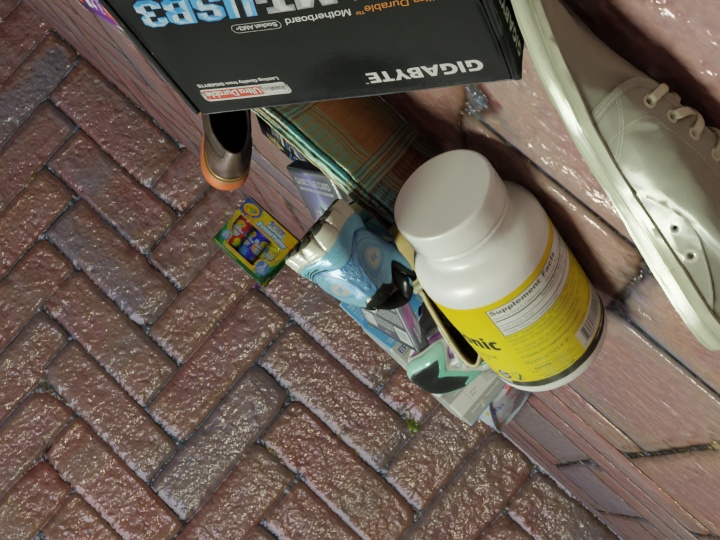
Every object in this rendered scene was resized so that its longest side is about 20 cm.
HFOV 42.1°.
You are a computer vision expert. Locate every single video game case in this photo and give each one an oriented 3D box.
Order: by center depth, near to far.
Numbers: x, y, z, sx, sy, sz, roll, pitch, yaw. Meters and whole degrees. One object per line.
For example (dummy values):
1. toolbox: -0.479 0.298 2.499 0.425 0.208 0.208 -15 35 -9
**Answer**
1. video game case: -0.005 -0.018 0.957 0.202 0.019 0.143 64 166 -18

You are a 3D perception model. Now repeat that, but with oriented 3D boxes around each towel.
1. towel: -0.025 -0.132 0.753 0.200 0.022 0.147 41 -145 -5

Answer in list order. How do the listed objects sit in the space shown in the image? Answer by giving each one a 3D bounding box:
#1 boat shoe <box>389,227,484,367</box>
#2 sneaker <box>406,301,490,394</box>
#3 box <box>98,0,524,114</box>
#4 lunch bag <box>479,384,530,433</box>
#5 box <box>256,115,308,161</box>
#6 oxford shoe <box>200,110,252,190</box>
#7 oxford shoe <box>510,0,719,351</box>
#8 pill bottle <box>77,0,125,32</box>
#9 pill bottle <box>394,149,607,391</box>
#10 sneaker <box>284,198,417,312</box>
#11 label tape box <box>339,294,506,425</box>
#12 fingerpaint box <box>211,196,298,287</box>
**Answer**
1. boat shoe: 0.068 -0.007 0.822 0.201 0.071 0.076 57 -147 -11
2. sneaker: 0.134 0.034 0.948 0.078 0.198 0.141 46 -142 -40
3. box: -0.041 -0.155 0.431 0.197 0.050 0.199 0 151 25
4. lunch bag: 0.145 0.112 1.282 0.169 0.127 0.201 37 166 27
5. box: -0.031 -0.125 1.009 0.198 0.050 0.200 44 173 5
6. oxford shoe: -0.147 -0.193 1.032 0.073 0.070 0.202 125 137 -61
7. oxford shoe: 0.134 -0.058 0.431 0.201 0.057 0.075 56 -155 -3
8. pill bottle: -0.205 -0.275 0.845 0.111 0.112 0.200 46 173 -39
9. pill bottle: 0.109 0.000 0.733 0.111 0.111 0.200 35 170 50
10. sneaker: 0.000 0.000 0.745 0.090 0.078 0.200 44 -170 3
11. label tape box: 0.096 0.057 1.078 0.200 0.144 0.066 43 175 -14
12. fingerpaint box: -0.299 -0.081 2.706 0.200 0.167 0.073 42 177 10
